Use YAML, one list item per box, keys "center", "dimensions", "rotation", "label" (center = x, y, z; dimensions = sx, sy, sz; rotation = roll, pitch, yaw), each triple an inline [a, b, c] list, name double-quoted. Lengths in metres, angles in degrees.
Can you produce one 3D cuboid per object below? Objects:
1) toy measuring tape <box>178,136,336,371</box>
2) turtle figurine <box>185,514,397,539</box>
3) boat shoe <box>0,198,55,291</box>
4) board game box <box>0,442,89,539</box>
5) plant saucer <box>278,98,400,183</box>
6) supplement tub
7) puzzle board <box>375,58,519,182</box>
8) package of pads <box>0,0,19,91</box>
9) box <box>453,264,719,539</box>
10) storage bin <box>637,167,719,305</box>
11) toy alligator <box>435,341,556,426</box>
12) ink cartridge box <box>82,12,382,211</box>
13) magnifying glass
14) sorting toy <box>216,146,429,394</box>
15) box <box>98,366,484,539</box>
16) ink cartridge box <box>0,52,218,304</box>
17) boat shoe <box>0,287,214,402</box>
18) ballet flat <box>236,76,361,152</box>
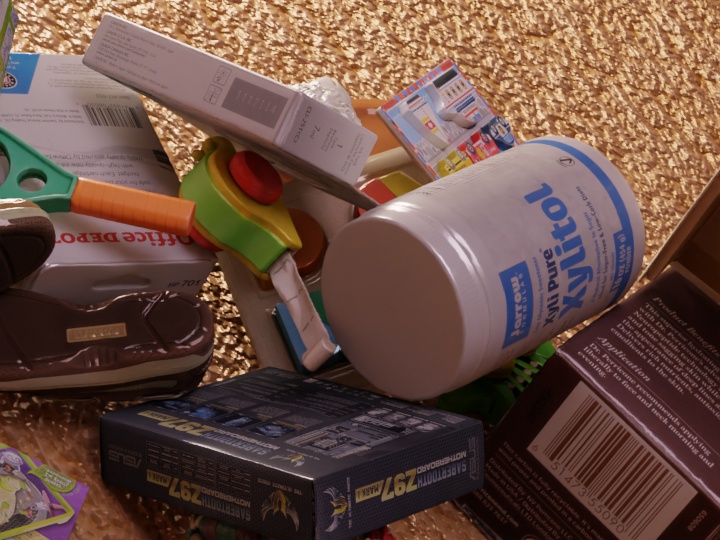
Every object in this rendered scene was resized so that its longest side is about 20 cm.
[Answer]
- center: [-0.076, -0.019, 1.481]
  dimensions: [0.073, 0.074, 0.200]
  rotation: [5, 44, -33]
  label: "toy measuring tape"
- center: [-0.047, 0.198, 1.386]
  dimensions: [0.150, 0.101, 0.200]
  rotation: [40, 44, 8]
  label: "turtle figurine"
- center: [-0.295, -0.014, 1.402]
  dimensions: [0.200, 0.072, 0.076]
  rotation: [-16, 48, -15]
  label: "boat shoe"
- center: [-0.272, 0.132, 1.343]
  dimensions: [0.200, 0.032, 0.120]
  rotation: [28, 42, -9]
  label: "board game box"
- center: [0.024, -0.082, 1.732]
  dimensions: [0.200, 0.038, 0.200]
  rotation: [8, 30, -5]
  label: "plant saucer"
- center: [0.085, -0.005, 1.490]
  dimensions: [0.200, 0.132, 0.132]
  rotation: [-26, 66, -43]
  label: "supplement tub"
- center: [0.090, -0.085, 1.684]
  dimensions: [0.151, 0.017, 0.200]
  rotation: [52, 23, -2]
  label: "puzzle board"
- center: [-0.332, -0.120, 1.455]
  dimensions: [0.200, 0.068, 0.155]
  rotation: [-12, 40, 12]
  label: "package of pads"
- center: [0.205, 0.128, 1.583]
  dimensions: [0.166, 0.164, 0.200]
  rotation: [44, 38, 14]
  label: "box"
- center: [0.318, 0.002, 1.511]
  dimensions: [0.200, 0.199, 0.094]
  rotation: [40, 54, 8]
  label: "storage bin"
- center: [0.125, 0.072, 1.665]
  dimensions: [0.054, 0.059, 0.200]
  rotation: [34, 37, 16]
  label: "toy alligator"
- center: [-0.069, -0.104, 1.547]
  dimensions: [0.200, 0.045, 0.176]
  rotation: [25, -2, 37]
  label: "ink cartridge box"
- center: [-0.207, -0.055, 1.453]
  dimensions: [0.200, 0.022, 0.080]
  rotation: [13, 54, 2]
  label: "magnifying glass"
- center: [0.000, 0.000, 1.593]
  dimensions: [0.185, 0.037, 0.200]
  rotation: [-18, 58, -12]
  label: "sorting toy"
- center: [-0.045, 0.116, 1.419]
  dimensions: [0.200, 0.051, 0.158]
  rotation: [11, 17, 42]
  label: "box"
- center: [-0.208, -0.054, 1.543]
  dimensions: [0.146, 0.086, 0.200]
  rotation: [-1, 51, -37]
  label: "ink cartridge box"
- center: [-0.196, 0.060, 1.441]
  dimensions: [0.202, 0.075, 0.075]
  rotation: [2, 53, -3]
  label: "boat shoe"
- center: [-0.046, -0.115, 1.634]
  dimensions: [0.072, 0.200, 0.072]
  rotation: [0, 90, -29]
  label: "ballet flat"
